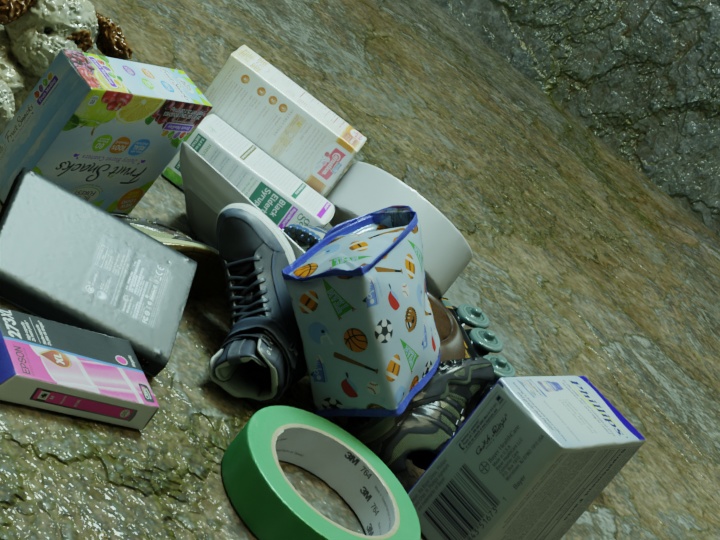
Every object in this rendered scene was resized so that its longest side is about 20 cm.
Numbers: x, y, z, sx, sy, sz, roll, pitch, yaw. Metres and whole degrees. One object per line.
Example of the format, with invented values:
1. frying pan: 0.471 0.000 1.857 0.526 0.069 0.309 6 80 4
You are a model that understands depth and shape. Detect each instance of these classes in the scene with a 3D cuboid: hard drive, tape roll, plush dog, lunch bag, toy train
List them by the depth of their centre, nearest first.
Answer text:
1. tape roll: -0.036 0.215 1.445 0.200 0.048 0.200 33 22 -15
2. hard drive: -0.263 0.000 1.475 0.200 0.033 0.140 31 45 -20
3. lunch bag: 0.015 0.039 1.598 0.200 0.124 0.170 -42 125 -54
4. plush dog: -0.356 -0.240 1.689 0.200 0.172 0.161 15 31 -45
5. toy train: 0.115 0.102 1.885 0.114 0.085 0.200 16 29 -26
6. tape roll: 0.046 -0.050 1.969 0.202 0.071 0.202 36 -11 8

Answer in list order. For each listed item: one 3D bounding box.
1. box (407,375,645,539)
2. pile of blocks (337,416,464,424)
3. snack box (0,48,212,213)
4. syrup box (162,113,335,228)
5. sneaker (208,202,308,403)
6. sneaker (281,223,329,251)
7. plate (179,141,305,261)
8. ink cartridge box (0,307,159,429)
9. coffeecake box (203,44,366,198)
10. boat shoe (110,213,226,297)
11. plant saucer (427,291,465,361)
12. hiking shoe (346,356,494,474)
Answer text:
1. box: 0.173 0.211 1.602 0.105 0.184 0.200 47 22 28
2. pile of blocks: 0.041 0.140 1.704 0.200 0.062 0.082 21 27 -39
3. snack box: -0.279 -0.142 1.619 0.068 0.169 0.200 51 23 22
4. syrup box: -0.136 -0.098 1.886 0.200 0.079 0.081 38 20 -2
5. sneaker: -0.114 0.037 1.558 0.202 0.077 0.146 69 23 -8
6. sneaker: 0.000 0.000 1.751 0.200 0.077 0.085 33 24 17
7. plate: -0.134 -0.035 1.709 0.200 0.032 0.200 42 -16 10
8. ink cartridge box: -0.278 0.083 1.346 0.200 0.037 0.095 16 30 -41
9. coffeecake box: -0.119 -0.163 1.944 0.200 0.154 0.073 37 21 -3
10. boat shoe: -0.217 -0.024 1.610 0.200 0.073 0.065 18 34 -42
11. plant saucer: 0.038 0.054 1.799 0.200 0.032 0.200 19 28 -10
12. hiking shoe: 0.074 0.162 1.635 0.200 0.076 0.101 -26 99 -36
